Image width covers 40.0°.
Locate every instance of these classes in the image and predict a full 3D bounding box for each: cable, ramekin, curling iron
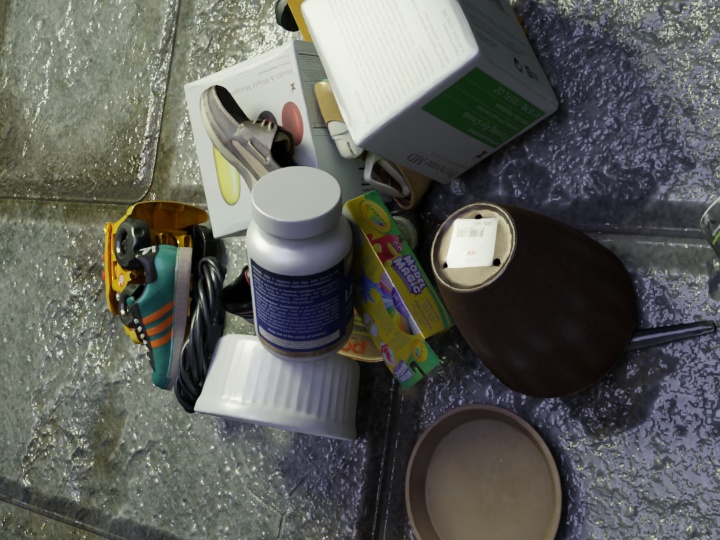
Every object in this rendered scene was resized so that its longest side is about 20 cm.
[{"bbox_3d":[-0.204,0.077,1.238,0.050,0.164,0.201,12,122,-2],"label":"cable"},{"bbox_3d":[-0.095,0.142,1.203,0.199,0.200,0.098,3,78,36],"label":"ramekin"},{"bbox_3d":[0.273,0.067,1.050,0.199,0.025,0.050,-7,76,35],"label":"curling iron"}]

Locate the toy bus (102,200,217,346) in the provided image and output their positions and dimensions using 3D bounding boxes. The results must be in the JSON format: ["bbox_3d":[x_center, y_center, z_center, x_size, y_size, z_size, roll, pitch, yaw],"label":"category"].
[{"bbox_3d":[-0.311,0.015,1.427,0.191,0.135,0.202,-12,78,47],"label":"toy bus"}]

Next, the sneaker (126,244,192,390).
[{"bbox_3d":[-0.268,0.061,1.299,0.071,0.079,0.201,-111,29,-71],"label":"sneaker"}]

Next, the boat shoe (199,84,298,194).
[{"bbox_3d":[-0.109,-0.138,1.140,0.073,0.074,0.201,-37,83,21],"label":"boat shoe"}]

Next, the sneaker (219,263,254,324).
[{"bbox_3d":[-0.106,0.008,1.296,0.200,0.086,0.081,-41,62,24],"label":"sneaker"}]

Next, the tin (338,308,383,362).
[{"bbox_3d":[-0.032,0.048,1.215,0.198,0.042,0.113,11,110,12],"label":"tin"}]

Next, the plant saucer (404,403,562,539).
[{"bbox_3d":[0.140,0.251,1.116,0.199,0.029,0.202,-7,78,36],"label":"plant saucer"}]

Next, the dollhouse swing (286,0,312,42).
[{"bbox_3d":[0.001,-0.416,1.264,0.199,0.176,0.183,-19,113,15],"label":"dollhouse swing"}]

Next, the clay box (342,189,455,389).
[{"bbox_3d":[0.033,0.025,1.103,0.201,0.047,0.115,60,153,11],"label":"clay box"}]

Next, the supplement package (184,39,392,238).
[{"bbox_3d":[-0.092,-0.160,1.251,0.190,0.147,0.202,-13,88,35],"label":"supplement package"}]

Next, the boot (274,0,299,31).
[{"bbox_3d":[-0.088,-0.446,1.367,0.162,0.073,0.199,42,100,30],"label":"boot"}]

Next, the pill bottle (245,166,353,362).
[{"bbox_3d":[-0.065,-0.006,1.073,0.116,0.115,0.201,37,145,34],"label":"pill bottle"}]

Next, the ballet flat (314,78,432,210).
[{"bbox_3d":[0.013,-0.143,1.167,0.068,0.200,0.063,0,58,52],"label":"ballet flat"}]

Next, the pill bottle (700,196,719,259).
[{"bbox_3d":[0.410,0.010,0.912,0.106,0.106,0.201,-38,63,25],"label":"pill bottle"}]

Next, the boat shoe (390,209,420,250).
[{"bbox_3d":[0.000,0.000,1.241,0.201,0.061,0.072,-40,96,26],"label":"boat shoe"}]

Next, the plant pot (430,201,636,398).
[{"bbox_3d":[0.158,0.012,1.012,0.186,0.200,0.188,-16,60,29],"label":"plant pot"}]

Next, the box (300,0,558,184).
[{"bbox_3d":[0.077,-0.237,1.100,0.171,0.198,0.201,-32,65,27],"label":"box"}]

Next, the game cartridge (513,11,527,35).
[{"bbox_3d":[0.093,-0.257,1.231,0.176,0.032,0.201,39,107,33],"label":"game cartridge"}]
